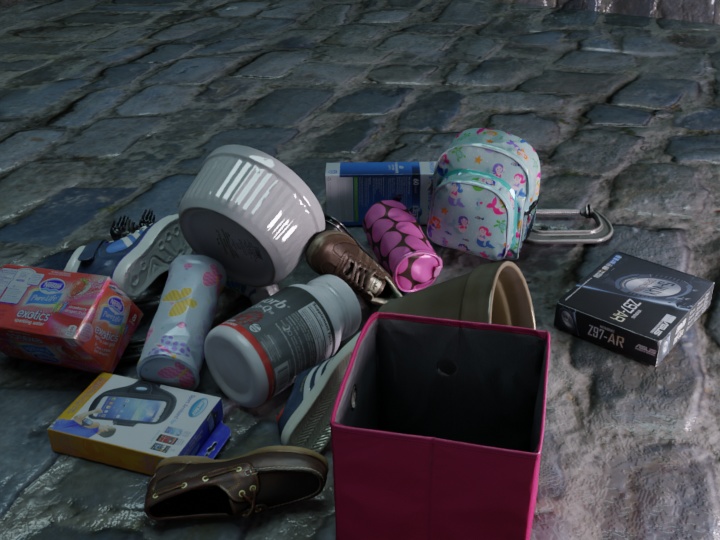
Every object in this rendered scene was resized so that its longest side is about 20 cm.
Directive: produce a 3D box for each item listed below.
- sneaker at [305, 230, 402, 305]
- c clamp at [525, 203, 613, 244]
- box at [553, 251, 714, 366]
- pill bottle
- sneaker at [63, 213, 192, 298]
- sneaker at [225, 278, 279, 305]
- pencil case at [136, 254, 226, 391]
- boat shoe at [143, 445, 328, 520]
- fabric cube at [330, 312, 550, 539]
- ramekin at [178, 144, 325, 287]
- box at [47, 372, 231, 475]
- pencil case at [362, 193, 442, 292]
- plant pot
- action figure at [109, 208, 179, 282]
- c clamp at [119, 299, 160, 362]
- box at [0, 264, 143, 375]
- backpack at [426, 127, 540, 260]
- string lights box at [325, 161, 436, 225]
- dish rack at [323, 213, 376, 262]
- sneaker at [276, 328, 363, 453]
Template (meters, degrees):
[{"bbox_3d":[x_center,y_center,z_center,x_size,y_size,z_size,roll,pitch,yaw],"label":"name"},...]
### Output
[{"bbox_3d":[0.000,0.000,1.222,0.075,0.071,0.200,30,0,34],"label":"sneaker"},{"bbox_3d":[0.345,-0.095,1.501,0.199,0.027,0.171,3,31,7],"label":"c clamp"},{"bbox_3d":[0.405,0.050,1.240,0.160,0.044,0.200,23,38,35],"label":"box"},{"bbox_3d":[-0.099,0.087,1.123,0.116,0.116,0.200,23,38,35],"label":"pill bottle"},{"bbox_3d":[-0.356,-0.031,1.264,0.146,0.081,0.200,7,35,24],"label":"sneaker"},{"bbox_3d":[-0.188,0.015,1.309,0.105,0.076,0.200,-22,33,1],"label":"sneaker"},{"bbox_3d":[-0.239,0.071,1.139,0.083,0.091,0.200,4,45,3],"label":"pencil case"},{"bbox_3d":[-0.134,0.240,0.915,0.199,0.071,0.070,-8,23,5],"label":"boat shoe"},{"bbox_3d":[0.086,0.185,0.874,0.200,0.200,0.196,6,32,12],"label":"fabric cube"},{"bbox_3d":[-0.160,-0.068,1.179,0.200,0.200,0.105,16,54,26],"label":"ramekin"},{"bbox_3d":[-0.263,0.190,1.031,0.200,0.042,0.119,7,32,17],"label":"box"},{"bbox_3d":[0.070,-0.044,1.372,0.093,0.091,0.200,7,30,-19],"label":"pencil case"},{"bbox_3d":[0.116,0.093,1.065,0.173,0.200,0.200,-5,26,28],"label":"plant pot"},{"bbox_3d":[-0.335,-0.044,1.366,0.119,0.102,0.200,-10,29,-37],"label":"action figure"},{"bbox_3d":[-0.314,0.069,1.226,0.200,0.027,0.171,-12,45,-16],"label":"c clamp"},{"bbox_3d":[-0.412,0.064,1.137,0.200,0.095,0.103,5,56,26],"label":"box"},{"bbox_3d":[0.200,-0.125,1.374,0.177,0.200,0.151,18,32,18],"label":"backpack"},{"bbox_3d":[0.038,-0.137,1.507,0.199,0.103,0.059,0,30,0],"label":"string lights box"},{"bbox_3d":[-0.086,-0.054,1.337,0.200,0.153,0.055,25,76,36],"label":"dish rack"},{"bbox_3d":[-0.033,0.129,1.020,0.200,0.075,0.085,-47,29,-1],"label":"sneaker"}]
